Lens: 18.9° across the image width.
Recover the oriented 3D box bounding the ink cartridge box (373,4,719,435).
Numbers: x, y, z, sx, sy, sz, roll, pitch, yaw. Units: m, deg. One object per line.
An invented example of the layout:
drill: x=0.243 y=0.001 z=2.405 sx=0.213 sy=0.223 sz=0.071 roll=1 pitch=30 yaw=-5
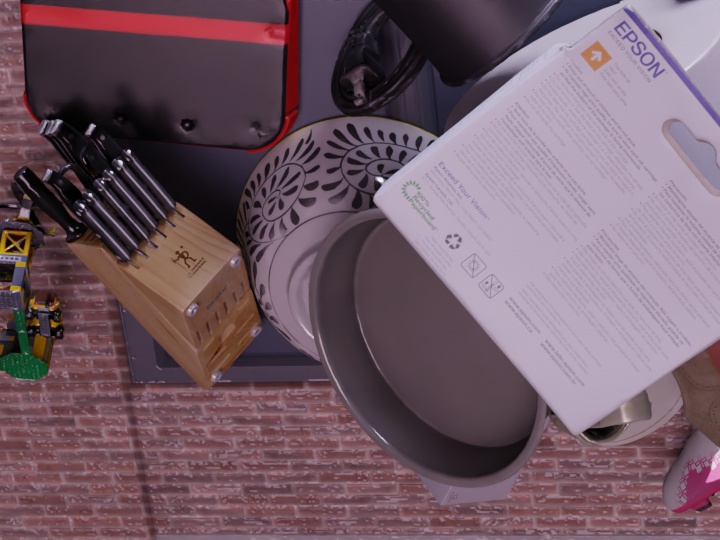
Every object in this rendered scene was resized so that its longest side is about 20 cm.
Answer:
ink cartridge box: x=0.144 y=-0.031 z=1.284 sx=0.200 sy=0.041 sz=0.200 roll=-36 pitch=100 yaw=23

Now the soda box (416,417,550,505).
soda box: x=0.105 y=0.074 z=1.556 sx=0.068 sy=0.064 sz=0.200 roll=-1 pitch=128 yaw=-39

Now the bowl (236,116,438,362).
bowl: x=0.000 y=0.000 z=1.534 sx=0.200 sy=0.094 sz=0.201 roll=4 pitch=117 yaw=8

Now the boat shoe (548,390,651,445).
boat shoe: x=0.150 y=0.085 z=1.437 sx=0.072 sy=0.200 sz=0.062 roll=-7 pitch=79 yaw=-3

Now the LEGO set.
LEGO set: x=-0.307 y=-0.005 z=1.599 sx=0.199 sy=0.116 sz=0.154 roll=0 pitch=144 yaw=8

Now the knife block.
knife block: x=-0.163 y=-0.019 z=1.551 sx=0.175 sy=0.064 sz=0.200 roll=36 pitch=162 yaw=20

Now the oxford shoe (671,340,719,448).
oxford shoe: x=0.268 y=0.100 z=1.492 sx=0.075 sy=0.070 sz=0.200 roll=-9 pitch=119 yaw=42

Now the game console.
game console: x=-0.142 y=-0.171 z=1.510 sx=0.199 sy=0.031 sz=0.177 roll=5 pitch=115 yaw=7

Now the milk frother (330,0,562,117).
milk frother: x=0.003 y=-0.206 z=1.375 sx=0.200 sy=0.181 sz=0.188 roll=-40 pitch=109 yaw=19

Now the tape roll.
tape roll: x=0.172 y=-0.072 z=1.401 sx=0.202 sy=0.203 sz=0.139 roll=-20 pitch=112 yaw=20

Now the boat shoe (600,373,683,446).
boat shoe: x=0.204 y=0.047 z=1.536 sx=0.075 sy=0.062 sz=0.200 roll=10 pitch=135 yaw=-11

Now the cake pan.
cake pan: x=0.051 y=0.046 z=1.427 sx=0.200 sy=0.037 sz=0.201 roll=23 pitch=127 yaw=34

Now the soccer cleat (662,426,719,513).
soccer cleat: x=0.275 y=0.088 z=1.552 sx=0.086 sy=0.070 sz=0.200 roll=44 pitch=112 yaw=-3
